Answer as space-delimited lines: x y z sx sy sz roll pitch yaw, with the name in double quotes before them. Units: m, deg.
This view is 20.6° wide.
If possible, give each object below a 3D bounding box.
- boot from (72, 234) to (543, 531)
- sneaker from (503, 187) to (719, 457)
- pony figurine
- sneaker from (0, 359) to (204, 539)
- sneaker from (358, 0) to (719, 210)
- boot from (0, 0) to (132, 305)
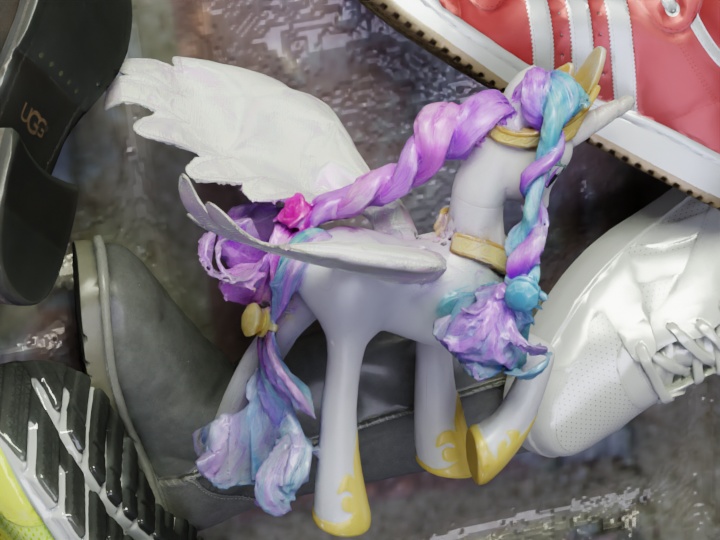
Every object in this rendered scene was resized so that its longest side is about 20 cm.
"boot" -0.016 0.037 0.859 0.198 0.073 0.183 -12 135 0
"sneaker" 0.159 0.019 0.838 0.200 0.115 0.074 -45 132 -8
"pony figurine" 0.000 0.000 0.758 0.191 0.167 0.201 3 118 -23
"sneaker" -0.127 0.114 0.810 0.090 0.079 0.201 -13 136 12
"sneaker" 0.095 -0.115 0.804 0.199 0.071 0.113 27 98 -15
"boot" -0.185 -0.066 0.737 0.173 0.201 0.069 0 150 20
